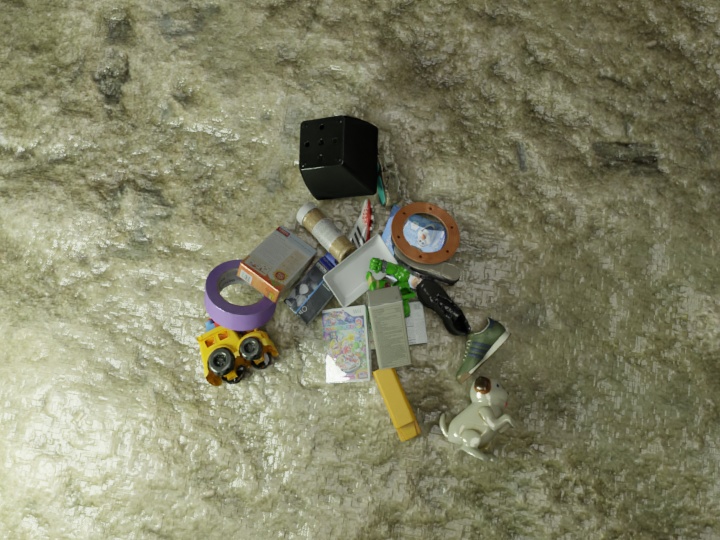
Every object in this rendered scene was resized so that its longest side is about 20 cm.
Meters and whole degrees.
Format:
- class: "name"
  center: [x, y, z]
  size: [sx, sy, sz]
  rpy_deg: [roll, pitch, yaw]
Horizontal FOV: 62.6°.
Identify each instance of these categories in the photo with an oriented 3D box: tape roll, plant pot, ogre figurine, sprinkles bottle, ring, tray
- class: "tape roll"
  center: [-0.324, 0.064, 1.612]
  size: [0.195, 0.066, 0.203]
  rpy_deg: [8, 45, -8]
- class: "plant pot"
  center: [-0.072, -0.325, 1.636]
  size: [0.195, 0.177, 0.205]
  rpy_deg: [-2, 79, 21]
- class: "ogre figurine"
  center: [0.081, 0.065, 1.602]
  size: [0.117, 0.098, 0.205]
  rpy_deg: [-5, 87, -15]
- class: "sprinkles bottle"
  center: [-0.096, -0.105, 1.661]
  size: [0.068, 0.068, 0.200]
  rpy_deg: [-43, 66, -5]
- class: "ring"
  center: [0.179, -0.103, 1.643]
  size: [0.195, 0.019, 0.204]
  rpy_deg: [4, 60, -7]
- class: "tray"
  center: [0.000, 0.000, 1.631]
  size: [0.199, 0.022, 0.108]
  rpy_deg: [-38, 101, -10]

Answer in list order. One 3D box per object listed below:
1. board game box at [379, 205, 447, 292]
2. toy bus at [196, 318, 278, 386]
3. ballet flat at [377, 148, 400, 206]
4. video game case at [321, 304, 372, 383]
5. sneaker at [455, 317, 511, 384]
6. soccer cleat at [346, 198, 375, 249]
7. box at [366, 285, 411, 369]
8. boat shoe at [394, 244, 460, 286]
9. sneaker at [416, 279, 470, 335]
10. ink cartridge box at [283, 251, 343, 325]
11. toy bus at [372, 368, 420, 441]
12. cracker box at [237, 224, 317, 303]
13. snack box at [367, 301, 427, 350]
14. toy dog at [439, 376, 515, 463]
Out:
- class: "board game box"
  center: [0.147, -0.054, 1.687]
  size: [0.195, 0.043, 0.204]
  rpy_deg: [22, 82, 5]
- class: "toy bus"
  center: [-0.348, 0.193, 1.625]
  size: [0.197, 0.136, 0.195]
  rpy_deg: [-25, 66, -5]
- class: "ballet flat"
  center: [0.069, -0.282, 1.717]
  size: [0.074, 0.068, 0.204]
  rpy_deg: [-13, 77, -21]
- class: "video game case"
  center: [-0.039, 0.205, 1.633]
  size: [0.140, 0.018, 0.205]
  rpy_deg: [-9, 79, 27]
- class: "sneaker"
  center: [0.318, 0.215, 1.635]
  size: [0.200, 0.067, 0.090]
  rpy_deg: [-43, 75, -6]
- class: "soccer cleat"
  center: [-0.005, -0.106, 1.686]
  size: [0.083, 0.069, 0.205]
  rpy_deg: [5, 85, 6]
- class: "box"
  center: [0.075, 0.151, 1.552]
  size: [0.093, 0.078, 0.204]
  rpy_deg: [-9, 118, 0]
- class: "boat shoe"
  center: [0.179, -0.009, 1.632]
  size: [0.196, 0.057, 0.068]
  rpy_deg: [24, 59, 6]
- class: "sneaker"
  center: [0.234, 0.100, 1.614]
  size: [0.200, 0.091, 0.076]
  rpy_deg: [44, 83, -12]
- class: "ink cartridge box"
  center: [-0.118, 0.045, 1.661]
  size: [0.099, 0.039, 0.201]
  rpy_deg: [41, 94, 8]
- class: "toy bus"
  center: [0.099, 0.358, 1.605]
  size: [0.064, 0.078, 0.204]
  rpy_deg: [-23, 81, -3]
- class: "cracker box"
  center: [-0.227, -0.021, 1.629]
  size: [0.133, 0.058, 0.200]
  rpy_deg: [35, 46, 6]
- class: "snack box"
  center: [0.084, 0.157, 1.658]
  size: [0.195, 0.037, 0.119]
  rpy_deg: [-7, 79, 0]
- class: "toy dog"
  center: [0.325, 0.386, 1.584]
  size: [0.192, 0.139, 0.204]
  rpy_deg: [19, 82, 41]
